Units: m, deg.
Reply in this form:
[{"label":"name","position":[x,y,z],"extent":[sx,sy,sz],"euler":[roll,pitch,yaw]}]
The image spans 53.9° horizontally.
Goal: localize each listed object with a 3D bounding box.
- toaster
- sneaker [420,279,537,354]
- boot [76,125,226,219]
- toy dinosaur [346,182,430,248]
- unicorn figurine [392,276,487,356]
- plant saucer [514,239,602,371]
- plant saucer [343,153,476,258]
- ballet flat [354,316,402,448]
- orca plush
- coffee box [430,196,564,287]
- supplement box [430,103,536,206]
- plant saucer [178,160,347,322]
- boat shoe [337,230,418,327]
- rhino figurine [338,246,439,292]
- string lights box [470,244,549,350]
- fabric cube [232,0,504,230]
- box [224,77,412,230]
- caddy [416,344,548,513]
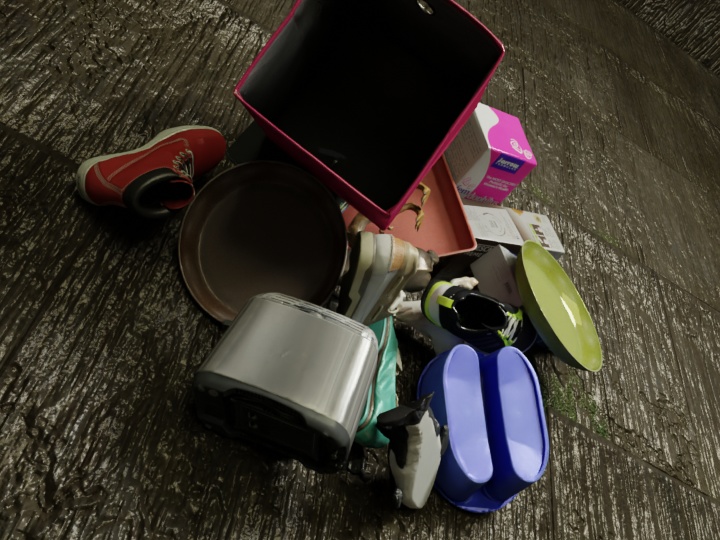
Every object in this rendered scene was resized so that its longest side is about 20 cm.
[{"label":"toaster","position":[-0.063,0.111,0.716],"extent":[0.196,0.115,0.130],"euler":[18,54,9]},{"label":"sneaker","position":[0.162,0.070,0.893],"extent":[0.197,0.082,0.073],"euler":[19,89,-30]},{"label":"boot","position":[-0.205,-0.113,0.823],"extent":[0.142,0.074,0.199],"euler":[16,33,36]},{"label":"toy dinosaur","position":[0.046,-0.112,0.975],"extent":[0.105,0.061,0.201],"euler":[22,59,18]},{"label":"unicorn figurine","position":[0.108,0.070,0.950],"extent":[0.136,0.074,0.202],"euler":[-29,82,-32]},{"label":"plant saucer","position":[0.270,0.053,0.987],"extent":[0.199,0.031,0.202],"euler":[38,34,-32]},{"label":"plant saucer","position":[0.044,-0.082,1.012],"extent":[0.196,0.037,0.202],"euler":[-10,56,-6]},{"label":"ballet flat","position":[0.018,0.127,0.857],"extent":[0.070,0.067,0.202],"euler":[46,34,-32]},{"label":"orca plush","position":[0.036,0.183,0.743],"extent":[0.070,0.201,0.106],"euler":[26,70,27]},{"label":"coffee box","position":[0.198,-0.036,1.090],"extent":[0.197,0.115,0.081],"euler":[7,50,-34]},{"label":"supplement box","position":[0.159,-0.145,1.088],"extent":[0.100,0.201,0.105],"euler":[11,48,-29]},{"label":"plant saucer","position":[-0.112,-0.028,0.831],"extent":[0.196,0.032,0.205],"euler":[0,79,0]},{"label":"boat shoe","position":[0.013,0.028,0.794],"extent":[0.067,0.201,0.076],"euler":[6,63,-8]},{"label":"rhino figurine","position":[0.000,0.000,0.889],"extent":[0.196,0.061,0.087],"euler":[-2,2,7]},{"label":"string lights box","position":[0.254,0.047,1.062],"extent":[0.198,0.059,0.104],"euler":[25,40,-44]},{"label":"fabric cube","position":[0.012,-0.184,0.760],"extent":[0.195,0.201,0.199],"euler":[37,0,3]},{"label":"box","position":[-0.049,-0.163,0.922],"extent":[0.149,0.200,0.124],"euler":[44,1,4]},{"label":"caddy","position":[0.143,0.185,0.861],"extent":[0.138,0.105,0.204],"euler":[5,63,-16]}]
